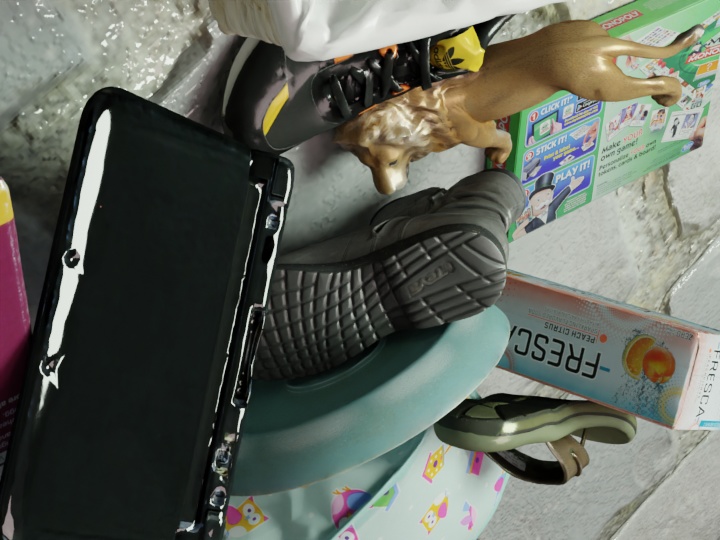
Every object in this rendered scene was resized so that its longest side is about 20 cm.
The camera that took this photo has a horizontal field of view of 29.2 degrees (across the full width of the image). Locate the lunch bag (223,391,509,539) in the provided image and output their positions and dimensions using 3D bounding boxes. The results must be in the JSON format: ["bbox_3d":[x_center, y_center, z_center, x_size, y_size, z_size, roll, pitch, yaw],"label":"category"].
[{"bbox_3d":[0.007,0.147,0.924,0.200,0.122,0.170,-46,142,-3],"label":"lunch bag"}]

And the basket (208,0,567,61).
[{"bbox_3d":[0.025,-0.200,0.532,0.200,0.161,0.198,-17,105,-13],"label":"basket"}]

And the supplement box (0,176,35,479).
[{"bbox_3d":[-0.210,0.029,0.592,0.103,0.131,0.200,-25,137,-30],"label":"supplement box"}]

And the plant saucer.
[{"bbox_3d":[-0.011,0.060,0.797,0.200,0.200,0.027,-34,108,-21],"label":"plant saucer"}]

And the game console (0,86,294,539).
[{"bbox_3d":[-0.110,0.032,0.662,0.116,0.176,0.200,14,82,-20],"label":"game console"}]

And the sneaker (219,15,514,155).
[{"bbox_3d":[0.017,-0.122,0.730,0.200,0.090,0.070,-42,142,-12],"label":"sneaker"}]

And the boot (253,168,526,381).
[{"bbox_3d":[0.000,0.000,0.819,0.132,0.200,0.070,-66,144,-67],"label":"boot"}]

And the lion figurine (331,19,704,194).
[{"bbox_3d":[0.088,-0.107,0.784,0.200,0.073,0.122,-26,163,24],"label":"lion figurine"}]

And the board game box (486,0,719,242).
[{"bbox_3d":[0.170,-0.112,0.947,0.200,0.029,0.135,-25,136,-29],"label":"board game box"}]

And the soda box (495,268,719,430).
[{"bbox_3d":[0.144,0.047,0.910,0.068,0.200,0.064,8,98,-48],"label":"soda box"}]

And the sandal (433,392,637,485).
[{"bbox_3d":[0.109,0.110,0.887,0.201,0.080,0.057,4,88,-53],"label":"sandal"}]
